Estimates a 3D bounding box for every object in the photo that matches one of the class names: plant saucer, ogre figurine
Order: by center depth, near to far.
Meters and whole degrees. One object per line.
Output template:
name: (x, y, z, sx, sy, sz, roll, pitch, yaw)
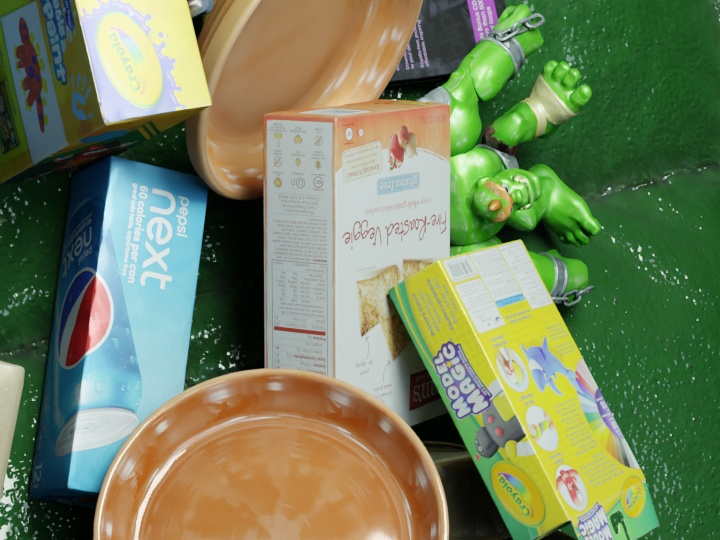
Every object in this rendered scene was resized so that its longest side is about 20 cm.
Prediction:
plant saucer: (-0.050, 0.149, 1.220, 0.199, 0.032, 0.201, 0, 59, 0)
plant saucer: (-0.038, -0.135, 1.298, 0.037, 0.201, 0.200, 37, 57, 24)
ogre figurine: (0.093, -0.059, 1.433, 0.120, 0.098, 0.201, -26, 131, -37)

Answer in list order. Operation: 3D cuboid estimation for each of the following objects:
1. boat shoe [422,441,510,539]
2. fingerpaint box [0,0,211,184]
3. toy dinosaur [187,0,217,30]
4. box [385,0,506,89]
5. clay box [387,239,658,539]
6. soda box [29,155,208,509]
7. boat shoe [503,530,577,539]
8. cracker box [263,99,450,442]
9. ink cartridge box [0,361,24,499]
boat shoe: (0.008, 0.146, 1.348, 0.199, 0.066, 0.075, 0, 94, -21)
fingerpaint box: (-0.172, -0.168, 1.256, 0.073, 0.167, 0.201, -12, 86, -31)
toy dinosaur: (-0.094, -0.238, 1.360, 0.182, 0.105, 0.200, -54, 134, -20)
box: (0.003, -0.191, 1.437, 0.199, 0.036, 0.144, -11, 86, -29)
clay box: (0.103, 0.084, 1.323, 0.115, 0.047, 0.201, -13, 75, -58)
soda box: (-0.144, 0.039, 1.293, 0.067, 0.064, 0.201, 13, 74, -28)
boat shoe: (0.053, 0.213, 1.370, 0.199, 0.074, 0.067, -6, 105, -24)
cracker box: (0.000, 0.000, 1.330, 0.134, 0.057, 0.201, -14, 107, -56)
ink cartridge box: (-0.299, 0.110, 1.184, 0.199, 0.075, 0.166, 17, 72, -28)
